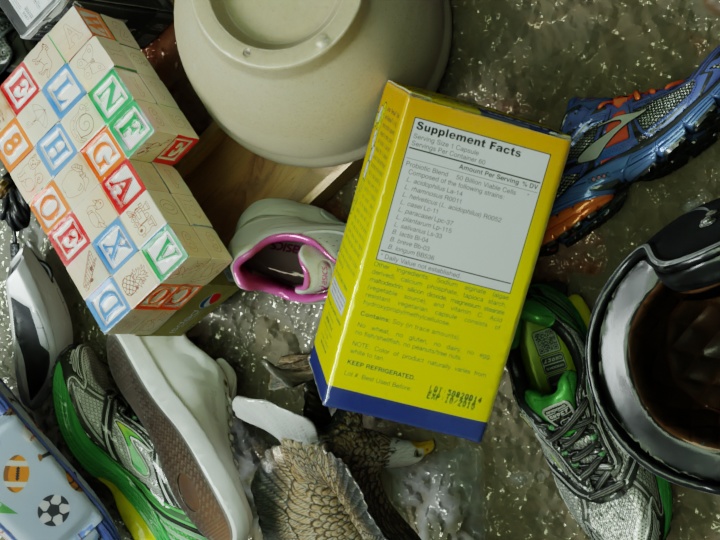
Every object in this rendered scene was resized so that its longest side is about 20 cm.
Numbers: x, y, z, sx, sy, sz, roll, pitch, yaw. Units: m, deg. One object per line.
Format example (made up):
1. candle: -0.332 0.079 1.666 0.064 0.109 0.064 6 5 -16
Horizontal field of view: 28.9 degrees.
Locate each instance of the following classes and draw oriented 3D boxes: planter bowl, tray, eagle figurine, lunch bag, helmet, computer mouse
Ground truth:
1. planter bowl: -0.043 -0.182 0.955 0.198 0.135 0.203 -1 84 10
2. tray: -0.087 -0.065 1.066 0.200 0.037 0.099 -42 78 20
3. eagle figurine: -0.005 0.157 1.005 0.149 0.152 0.202 -7 87 3
4. lunch bag: -0.273 0.146 1.084 0.075 0.160 0.201 -37 107 -13
5. helmet: 0.244 0.043 0.851 0.198 0.191 0.202 1 82 -10
6. computer mouse: -0.258 0.014 1.127 0.043 0.110 0.202 -4 106 -3

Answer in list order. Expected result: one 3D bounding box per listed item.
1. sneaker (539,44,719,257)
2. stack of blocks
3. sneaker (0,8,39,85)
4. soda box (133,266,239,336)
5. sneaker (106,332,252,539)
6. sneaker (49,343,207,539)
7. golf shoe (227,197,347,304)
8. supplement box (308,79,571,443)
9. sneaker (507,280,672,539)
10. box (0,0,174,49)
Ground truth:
1. sneaker: 0.173 -0.092 0.933 0.199 0.075 0.079 -37 77 20
2. stack of blocks: -0.173 -0.069 0.980 0.115 0.058 0.201 -40 71 20
3. sneaker: -0.294 -0.219 1.120 0.113 0.076 0.202 13 103 20
4. soda box: -0.174 -0.052 1.049 0.068 0.064 0.201 -37 71 21
5. sneaker: -0.114 0.112 1.050 0.201 0.084 0.073 58 145 28
6. sneaker: -0.171 0.138 1.108 0.085 0.078 0.201 -37 89 15
7. golf shoe: 0.000 0.000 0.990 0.198 0.092 0.076 5 110 9
8. supplement box: 0.047 -0.009 0.901 0.108 0.110 0.202 14 100 -10
9. sneaker: 0.144 0.107 0.948 0.078 0.085 0.201 -29 84 23
10. box: -0.244 -0.259 1.049 0.050 0.157 0.201 -39 79 21
